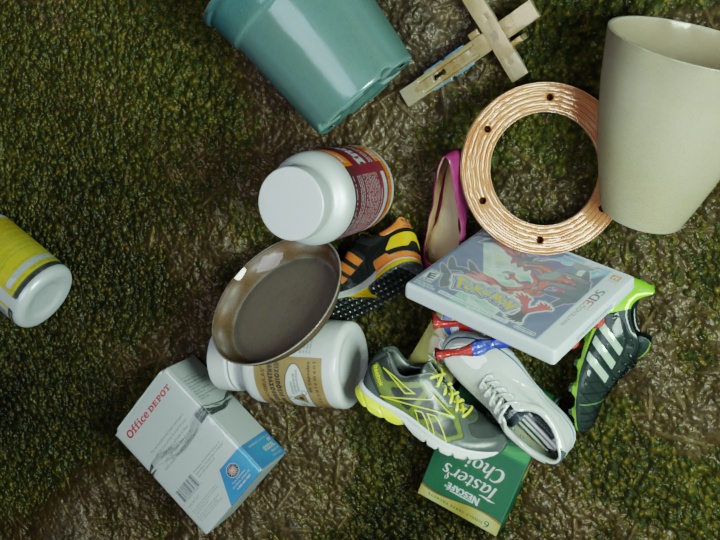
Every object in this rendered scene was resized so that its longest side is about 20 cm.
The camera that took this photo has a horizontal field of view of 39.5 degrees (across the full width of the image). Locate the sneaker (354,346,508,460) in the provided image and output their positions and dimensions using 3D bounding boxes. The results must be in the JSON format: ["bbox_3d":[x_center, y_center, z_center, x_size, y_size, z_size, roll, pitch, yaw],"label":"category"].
[{"bbox_3d":[0.090,0.160,1.216,0.198,0.074,0.085,23,110,11],"label":"sneaker"}]

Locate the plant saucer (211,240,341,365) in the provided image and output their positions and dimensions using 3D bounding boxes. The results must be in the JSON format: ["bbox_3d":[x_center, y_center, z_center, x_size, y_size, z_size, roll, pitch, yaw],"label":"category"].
[{"bbox_3d":[-0.103,0.043,1.291,0.199,0.202,0.032,-20,133,25],"label":"plant saucer"}]

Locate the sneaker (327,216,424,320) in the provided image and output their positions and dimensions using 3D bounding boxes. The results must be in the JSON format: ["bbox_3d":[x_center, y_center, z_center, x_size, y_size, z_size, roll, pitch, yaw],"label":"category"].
[{"bbox_3d":[0.000,0.000,1.313,0.199,0.070,0.091,-28,56,36],"label":"sneaker"}]

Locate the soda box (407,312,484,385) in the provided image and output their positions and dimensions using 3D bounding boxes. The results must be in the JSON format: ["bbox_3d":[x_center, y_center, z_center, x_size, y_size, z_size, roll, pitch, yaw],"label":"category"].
[{"bbox_3d":[0.118,0.083,1.267,0.064,0.068,0.201,33,111,13],"label":"soda box"}]

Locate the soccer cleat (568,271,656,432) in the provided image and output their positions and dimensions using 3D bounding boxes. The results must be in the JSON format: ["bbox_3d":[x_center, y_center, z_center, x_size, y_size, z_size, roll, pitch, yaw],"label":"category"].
[{"bbox_3d":[0.300,0.103,1.196,0.080,0.067,0.202,14,102,19],"label":"soccer cleat"}]

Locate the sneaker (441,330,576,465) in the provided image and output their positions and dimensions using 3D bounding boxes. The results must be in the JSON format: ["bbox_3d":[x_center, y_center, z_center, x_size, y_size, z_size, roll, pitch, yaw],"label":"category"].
[{"bbox_3d":[0.177,0.149,1.194,0.199,0.071,0.073,40,110,4],"label":"sneaker"}]

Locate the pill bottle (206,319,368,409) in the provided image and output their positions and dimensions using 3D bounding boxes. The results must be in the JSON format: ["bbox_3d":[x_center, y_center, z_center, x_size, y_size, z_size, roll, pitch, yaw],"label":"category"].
[{"bbox_3d":[-0.099,0.121,1.341,0.198,0.114,0.116,1,100,24],"label":"pill bottle"}]

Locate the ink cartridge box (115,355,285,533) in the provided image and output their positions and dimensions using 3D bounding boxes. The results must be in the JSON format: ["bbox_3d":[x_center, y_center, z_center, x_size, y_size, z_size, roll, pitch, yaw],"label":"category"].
[{"bbox_3d":[-0.230,0.247,1.436,0.200,0.084,0.145,45,113,10],"label":"ink cartridge box"}]

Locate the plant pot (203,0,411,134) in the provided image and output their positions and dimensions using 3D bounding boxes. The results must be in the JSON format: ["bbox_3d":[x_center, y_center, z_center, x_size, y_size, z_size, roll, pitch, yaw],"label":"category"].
[{"bbox_3d":[-0.053,-0.286,1.214,0.200,0.200,0.197,-37,92,24],"label":"plant pot"}]

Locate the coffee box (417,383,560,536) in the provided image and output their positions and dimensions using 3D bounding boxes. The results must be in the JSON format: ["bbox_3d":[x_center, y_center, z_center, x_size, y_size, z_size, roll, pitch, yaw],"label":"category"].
[{"bbox_3d":[0.163,0.226,1.287,0.122,0.044,0.202,27,109,16],"label":"coffee box"}]

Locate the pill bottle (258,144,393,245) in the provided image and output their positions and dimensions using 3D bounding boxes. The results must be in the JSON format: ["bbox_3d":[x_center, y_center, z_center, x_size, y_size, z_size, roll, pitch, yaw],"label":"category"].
[{"bbox_3d":[-0.042,-0.093,1.230,0.112,0.200,0.114,4,102,21],"label":"pill bottle"}]

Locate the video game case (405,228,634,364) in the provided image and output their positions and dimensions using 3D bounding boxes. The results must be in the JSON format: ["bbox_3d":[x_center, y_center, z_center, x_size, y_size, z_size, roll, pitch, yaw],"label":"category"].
[{"bbox_3d":[0.182,0.018,1.145,0.199,0.182,0.023,24,130,33],"label":"video game case"}]

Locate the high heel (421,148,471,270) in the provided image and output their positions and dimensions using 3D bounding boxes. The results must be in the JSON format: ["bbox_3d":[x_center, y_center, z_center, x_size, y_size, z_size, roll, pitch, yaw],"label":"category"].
[{"bbox_3d":[0.096,-0.054,1.232,0.067,0.096,0.202,23,105,33],"label":"high heel"}]

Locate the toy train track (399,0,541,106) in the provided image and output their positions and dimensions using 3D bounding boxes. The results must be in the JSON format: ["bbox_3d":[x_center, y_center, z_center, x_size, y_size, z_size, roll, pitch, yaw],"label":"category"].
[{"bbox_3d":[0.134,-0.264,1.220,0.199,0.033,0.115,-30,94,30],"label":"toy train track"}]

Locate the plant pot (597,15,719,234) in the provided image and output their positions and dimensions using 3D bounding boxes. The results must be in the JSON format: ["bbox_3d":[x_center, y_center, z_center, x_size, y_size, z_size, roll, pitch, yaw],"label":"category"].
[{"bbox_3d":[0.333,-0.149,1.087,0.186,0.187,0.202,20,119,18],"label":"plant pot"}]

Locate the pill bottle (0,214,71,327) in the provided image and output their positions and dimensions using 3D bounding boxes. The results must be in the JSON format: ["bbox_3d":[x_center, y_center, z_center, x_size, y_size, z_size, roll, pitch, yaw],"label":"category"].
[{"bbox_3d":[-0.539,-0.014,1.504,0.199,0.112,0.113,37,111,13],"label":"pill bottle"}]

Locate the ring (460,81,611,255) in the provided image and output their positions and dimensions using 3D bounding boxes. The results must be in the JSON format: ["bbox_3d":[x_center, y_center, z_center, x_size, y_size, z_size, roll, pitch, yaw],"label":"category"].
[{"bbox_3d":[0.215,-0.119,1.179,0.198,0.019,0.203,0,94,-2],"label":"ring"}]

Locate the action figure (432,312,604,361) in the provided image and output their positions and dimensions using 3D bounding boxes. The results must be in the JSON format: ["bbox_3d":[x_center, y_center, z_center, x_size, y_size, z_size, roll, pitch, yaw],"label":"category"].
[{"bbox_3d":[0.183,0.061,1.179,0.197,0.099,0.066,-5,102,2],"label":"action figure"}]
